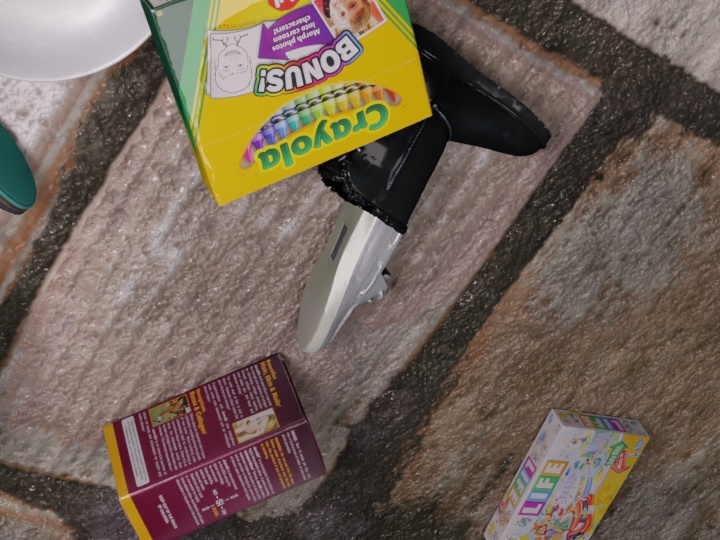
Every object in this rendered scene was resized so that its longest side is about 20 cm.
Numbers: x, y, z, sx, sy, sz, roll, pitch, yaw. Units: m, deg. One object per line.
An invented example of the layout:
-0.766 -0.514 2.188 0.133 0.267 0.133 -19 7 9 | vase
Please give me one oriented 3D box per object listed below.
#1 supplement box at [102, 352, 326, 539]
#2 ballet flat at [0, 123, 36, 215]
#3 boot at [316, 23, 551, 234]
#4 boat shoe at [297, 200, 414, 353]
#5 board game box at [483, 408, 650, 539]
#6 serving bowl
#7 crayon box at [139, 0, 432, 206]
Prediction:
-0.148 0.182 1.290 0.198 0.111 0.086 -22 130 -6 | supplement box
-0.339 -0.118 1.036 0.072 0.073 0.201 -29 135 0 | ballet flat
0.065 -0.110 1.169 0.197 0.073 0.164 32 88 -29 | boot
0.000 -0.001 1.247 0.071 0.070 0.203 15 114 -23 | boat shoe
0.250 0.264 1.559 0.133 0.034 0.202 9 119 -27 | board game box
-0.240 -0.245 0.972 0.197 0.066 0.202 -14 138 -12 | serving bowl
-0.055 -0.172 1.023 0.198 0.058 0.174 -24 122 -10 | crayon box
